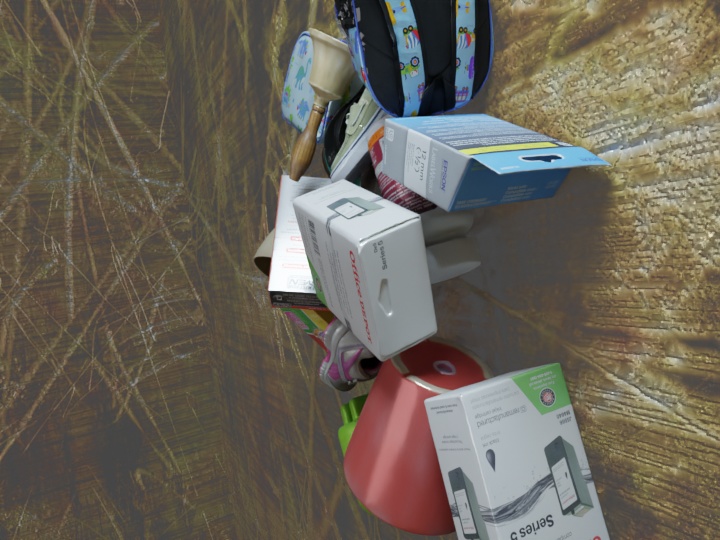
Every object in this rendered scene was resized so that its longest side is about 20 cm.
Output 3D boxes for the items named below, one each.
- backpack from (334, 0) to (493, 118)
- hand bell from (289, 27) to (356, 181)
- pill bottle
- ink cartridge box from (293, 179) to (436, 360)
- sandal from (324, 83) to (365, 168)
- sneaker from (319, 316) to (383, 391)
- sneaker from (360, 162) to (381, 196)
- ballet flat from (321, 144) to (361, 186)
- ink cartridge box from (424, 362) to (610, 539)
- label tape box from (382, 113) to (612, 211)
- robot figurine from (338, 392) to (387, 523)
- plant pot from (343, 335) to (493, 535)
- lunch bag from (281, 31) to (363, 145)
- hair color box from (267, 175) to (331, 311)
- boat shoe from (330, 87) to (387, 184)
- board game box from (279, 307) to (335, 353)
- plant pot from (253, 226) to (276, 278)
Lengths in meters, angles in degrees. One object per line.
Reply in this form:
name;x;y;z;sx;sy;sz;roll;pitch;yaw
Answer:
backpack;0.059;-0.284;0.658;0.134;0.177;0.206;-137;32;-63
hand bell;-0.064;-0.228;0.846;0.104;0.102;0.205;44;115;51
pill bottle;0.081;-0.093;0.736;0.109;0.106;0.207;-35;67;62
ink cartridge box;0.002;-0.009;0.708;0.199;0.082;0.150;36;143;57
sandal;-0.002;-0.222;0.859;0.075;0.048;0.201;41;129;0
sneaker;-0.008;0.139;0.887;0.087;0.082;0.202;33;151;18
sneaker;0.049;-0.114;0.854;0.073;0.083;0.205;-43;37;44
ballet flat;-0.016;-0.141;0.982;0.070;0.066;0.202;95;153;-46
ink cartridge box;0.167;0.219;0.620;0.084;0.141;0.207;-32;70;61
label tape box;0.128;-0.106;0.593;0.200;0.139;0.068;45;137;51
robot figurine;0.031;0.313;0.975;0.176;0.112;0.206;-45;58;54
plant pot;0.086;0.199;0.759;0.200;0.195;0.183;43;125;52
lunch bag;-0.060;-0.307;0.977;0.200;0.080;0.165;47;126;51
hair color box;-0.084;-0.045;0.907;0.062;0.098;0.206;98;176;-62
boat shoe;0.012;-0.208;0.811;0.062;0.072;0.202;39;106;8
board game box;-0.051;0.102;1.031;0.200;0.041;0.152;44;158;-14
plant pot;-0.077;-0.036;1.038;0.199;0.197;0.138;-16;49;64
